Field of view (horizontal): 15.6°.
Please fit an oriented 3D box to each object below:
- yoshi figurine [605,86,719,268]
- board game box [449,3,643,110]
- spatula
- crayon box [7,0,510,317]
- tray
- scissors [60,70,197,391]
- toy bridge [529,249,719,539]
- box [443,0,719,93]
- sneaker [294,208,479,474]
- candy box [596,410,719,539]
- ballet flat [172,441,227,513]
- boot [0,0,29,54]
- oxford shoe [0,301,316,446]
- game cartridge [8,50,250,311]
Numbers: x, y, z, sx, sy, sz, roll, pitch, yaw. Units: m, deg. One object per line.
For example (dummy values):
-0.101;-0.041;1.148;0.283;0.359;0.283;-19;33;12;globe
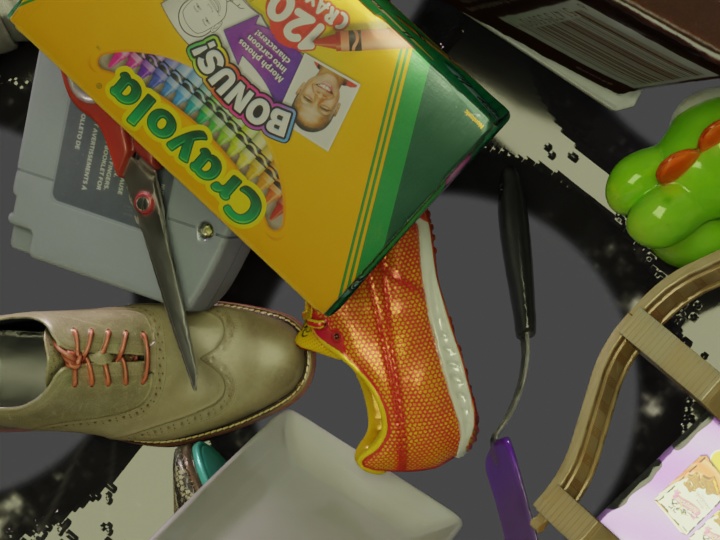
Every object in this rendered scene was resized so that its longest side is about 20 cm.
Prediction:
0.203;-0.063;1.246;0.199;0.112;0.112;-27;122;-10;yoshi figurine
0.091;-0.210;1.254;0.199;0.026;0.201;32;83;-11;board game box
0.073;0.046;1.258;0.020;0.057;0.201;4;72;-8;spatula
-0.045;-0.092;1.188;0.200;0.058;0.119;43;103;2;crayon box
-0.032;0.135;1.204;0.107;0.200;0.022;31;118;9;tray
-0.109;-0.044;1.251;0.073;0.014;0.201;0;96;25;scissors
0.145;0.043;1.201;0.200;0.027;0.067;-48;48;0;toy bridge
0.115;-0.203;1.161;0.164;0.166;0.201;26;84;-13;box
0.000;0.000;1.250;0.077;0.073;0.201;-14;90;-3;sneaker
0.159;0.185;1.224;0.200;0.072;0.168;-43;81;1;candy box
-0.040;0.177;1.257;0.075;0.068;0.200;-45;84;13;ballet flat
-0.200;-0.101;1.302;0.131;0.070;0.201;-19;87;0;boot
-0.122;0.050;1.270;0.199;0.075;0.071;-6;83;6;oxford shoe
-0.094;-0.089;1.264;0.133;0.041;0.201;17;103;20;game cartridge
